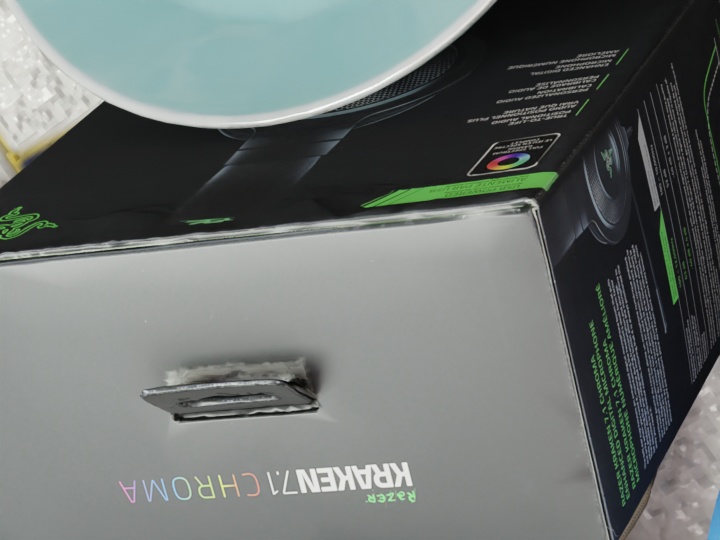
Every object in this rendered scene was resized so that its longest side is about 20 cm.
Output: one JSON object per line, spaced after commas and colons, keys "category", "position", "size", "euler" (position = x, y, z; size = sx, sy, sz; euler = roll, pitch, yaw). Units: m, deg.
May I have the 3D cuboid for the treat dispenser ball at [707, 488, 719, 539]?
{"category": "treat dispenser ball", "position": [0.185, 0.086, 0.728], "size": [0.200, 0.201, 0.202], "euler": [9, 116, 18]}

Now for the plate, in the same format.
{"category": "plate", "position": [-0.018, -0.133, 0.770], "size": [0.199, 0.026, 0.202], "euler": [-8, 75, 29]}

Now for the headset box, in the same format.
{"category": "headset box", "position": [0.000, 0.000, 0.764], "size": [0.173, 0.200, 0.093], "euler": [-5, 111, 24]}

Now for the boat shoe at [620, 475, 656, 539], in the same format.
{"category": "boat shoe", "position": [0.024, 0.105, 0.821], "size": [0.074, 0.200, 0.073], "euler": [19, 155, 54]}
